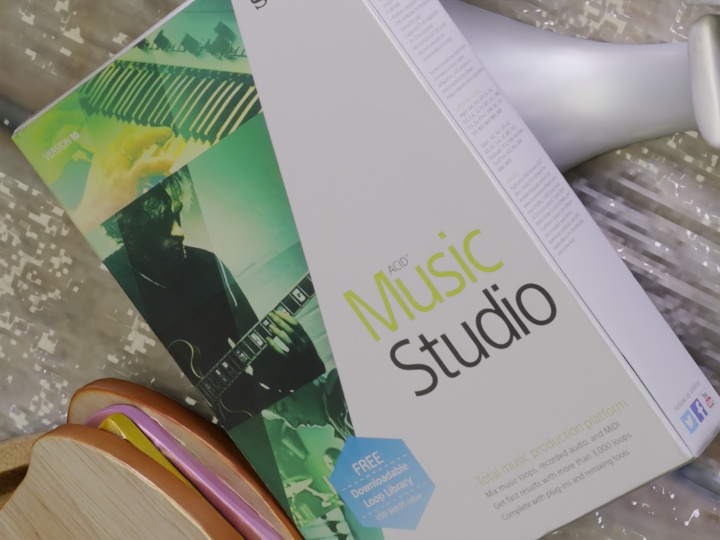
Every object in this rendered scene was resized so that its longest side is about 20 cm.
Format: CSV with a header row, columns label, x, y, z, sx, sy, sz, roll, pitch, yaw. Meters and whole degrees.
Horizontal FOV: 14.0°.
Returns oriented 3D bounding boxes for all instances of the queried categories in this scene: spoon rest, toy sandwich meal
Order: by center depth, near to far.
label,x,y,z,sx,sy,sz,roll,pitch,yaw
spoon rest,0.036,-0.049,0.929,0.200,0.061,0.099,-4,93,33
toy sandwich meal,-0.093,0.143,0.976,0.205,0.070,0.205,2,95,19

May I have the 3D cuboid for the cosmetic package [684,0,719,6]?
label,x,y,z,sx,sy,sz,roll,pitch,yaw
cosmetic package,0.138,-0.171,0.815,0.051,0.083,0.200,1,97,-23

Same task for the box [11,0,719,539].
label,x,y,z,sx,sy,sz,roll,pitch,yaw
box,0.000,0.000,0.908,0.144,0.036,0.200,-33,95,37
